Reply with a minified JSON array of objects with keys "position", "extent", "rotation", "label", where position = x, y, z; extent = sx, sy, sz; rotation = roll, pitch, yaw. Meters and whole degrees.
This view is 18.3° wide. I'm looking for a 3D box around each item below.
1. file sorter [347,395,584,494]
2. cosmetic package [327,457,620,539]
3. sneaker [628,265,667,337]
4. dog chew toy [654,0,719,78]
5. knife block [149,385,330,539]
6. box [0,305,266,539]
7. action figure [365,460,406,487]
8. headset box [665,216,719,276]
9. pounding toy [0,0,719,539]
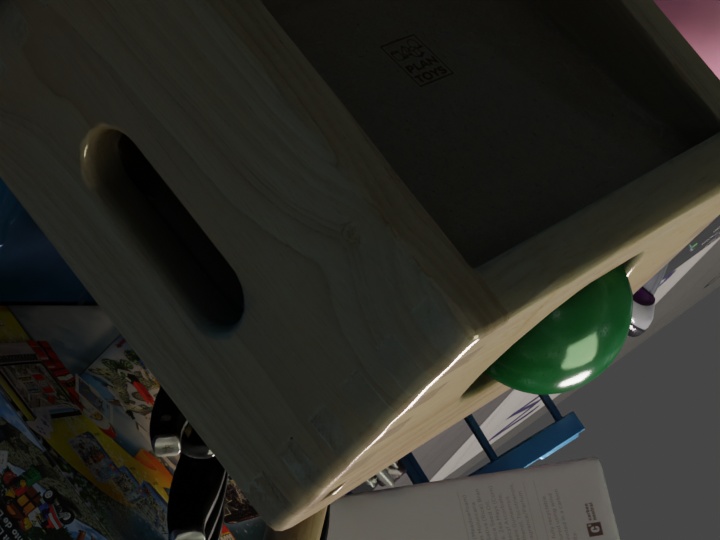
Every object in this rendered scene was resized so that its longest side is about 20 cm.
[{"position":[-0.001,0.104,1.293],"extent":[0.200,0.123,0.139],"rotation":[-30,175,-20],"label":"file sorter"},{"position":[0.024,0.154,1.152],"extent":[0.200,0.071,0.101],"rotation":[-6,163,-23],"label":"cosmetic package"},{"position":[0.090,-0.048,1.058],"extent":[0.200,0.074,0.088],"rotation":[40,77,-47],"label":"sneaker"},{"position":[0.160,-0.122,0.954],"extent":[0.124,0.125,0.200],"rotation":[-32,161,-31],"label":"dog chew toy"},{"position":[-0.033,0.039,0.834],"extent":[0.064,0.176,0.200],"rotation":[5,171,4],"label":"knife block"},{"position":[-0.095,0.077,0.865],"extent":[0.038,0.137,0.200],"rotation":[-40,169,11],"label":"box"},{"position":[-0.011,0.067,1.141],"extent":[0.200,0.130,0.069],"rotation":[-34,127,-28],"label":"action figure"},{"position":[0.168,-0.046,1.371],"extent":[0.200,0.093,0.174],"rotation":[-35,170,-18],"label":"headset box"},{"position":[-0.004,-0.009,0.624],"extent":[0.184,0.200,0.142],"rotation":[-27,165,-47],"label":"pounding toy"}]
